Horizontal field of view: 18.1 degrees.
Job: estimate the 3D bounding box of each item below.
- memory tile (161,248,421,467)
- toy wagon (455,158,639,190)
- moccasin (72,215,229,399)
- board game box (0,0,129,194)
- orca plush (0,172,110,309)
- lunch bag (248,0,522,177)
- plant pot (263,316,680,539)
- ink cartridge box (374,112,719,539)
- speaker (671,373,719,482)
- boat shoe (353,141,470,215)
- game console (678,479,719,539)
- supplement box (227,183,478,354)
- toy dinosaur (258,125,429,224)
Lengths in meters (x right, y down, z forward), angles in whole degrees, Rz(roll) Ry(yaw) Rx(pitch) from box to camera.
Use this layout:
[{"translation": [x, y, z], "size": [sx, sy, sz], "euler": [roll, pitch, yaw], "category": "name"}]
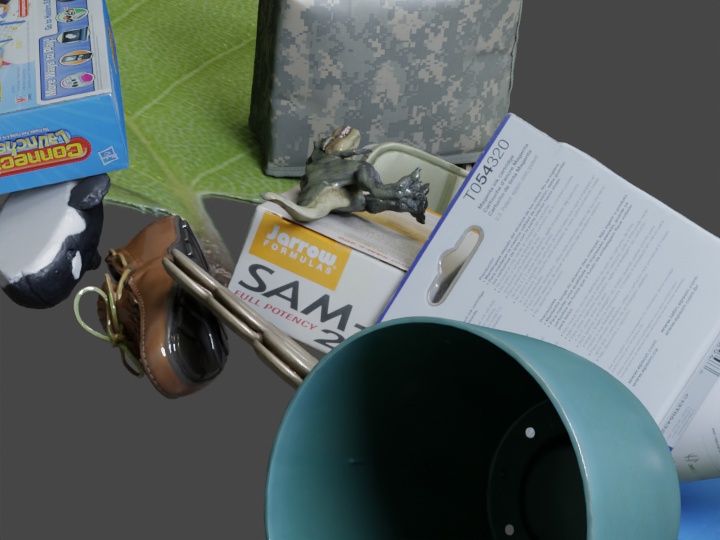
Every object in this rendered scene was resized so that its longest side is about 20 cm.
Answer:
[{"translation": [-0.027, 0.063, 1.316], "size": [0.153, 0.017, 0.200], "euler": [39, -1, 43], "category": "memory tile"}, {"translation": [0.164, -0.057, 1.795], "size": [0.200, 0.040, 0.155], "euler": [-10, 39, -47], "category": "toy wagon"}, {"translation": [-0.129, 0.025, 1.380], "size": [0.078, 0.074, 0.201], "euler": [-25, 29, 1], "category": "moccasin"}, {"translation": [-0.257, -0.114, 1.489], "size": [0.196, 0.056, 0.200], "euler": [-12, 30, -2], "category": "board game box"}, {"translation": [-0.202, -0.025, 1.472], "size": [0.105, 0.071, 0.200], "euler": [-33, 32, -3], "category": "orca plush"}, {"translation": [0.023, -0.166, 1.722], "size": [0.200, 0.164, 0.118], "euler": [-1, 30, -11], "category": "lunch bag"}, {"translation": [0.076, 0.125, 1.200], "size": [0.201, 0.201, 0.161], "euler": [36, 19, 31], "category": "plant pot"}, {"translation": [0.114, 0.036, 1.330], "size": [0.200, 0.196, 0.043], "euler": [37, 7, 36], "category": "ink cartridge box"}, {"translation": [0.177, 0.089, 1.347], "size": [0.200, 0.081, 0.081], "euler": [-11, 9, 31], "category": "speaker"}, {"translation": [0.080, -0.037, 1.648], "size": [0.200, 0.075, 0.068], "euler": [31, -6, -16], "category": "boat shoe"}, {"translation": [0.244, 0.115, 1.357], "size": [0.200, 0.171, 0.118], "euler": [-35, 82, -34], "category": "game console"}, {"translation": [0.000, 0.000, 1.485], "size": [0.126, 0.074, 0.200], "euler": [24, 13, 8], "category": "supplement box"}, {"translation": [-0.003, -0.052, 1.428], "size": [0.088, 0.048, 0.200], "euler": [8, 13, 7], "category": "toy dinosaur"}]
